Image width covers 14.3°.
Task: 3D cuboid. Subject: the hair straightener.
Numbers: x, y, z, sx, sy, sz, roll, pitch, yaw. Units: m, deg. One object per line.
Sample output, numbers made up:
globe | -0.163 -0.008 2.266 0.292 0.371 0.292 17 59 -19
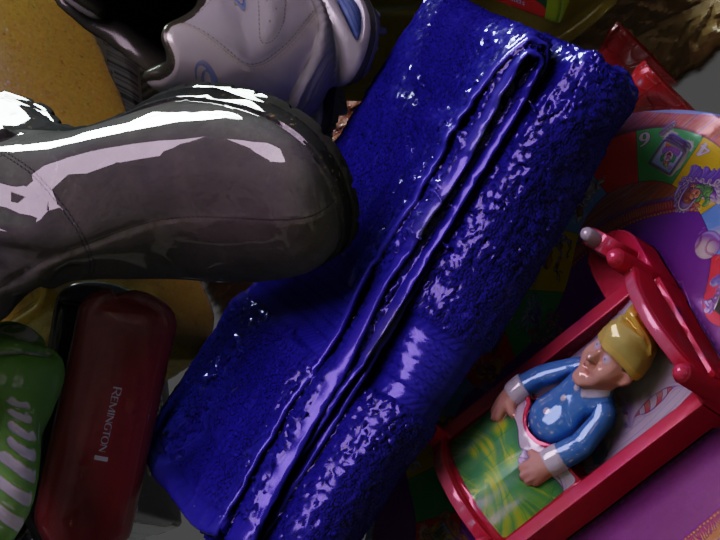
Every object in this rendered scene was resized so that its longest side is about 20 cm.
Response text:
hair straightener | -0.101 0.102 0.987 0.077 0.041 0.201 -161 77 -70

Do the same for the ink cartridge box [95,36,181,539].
ink cartridge box | -0.165 0.029 1.120 0.199 0.047 0.199 -20 67 32

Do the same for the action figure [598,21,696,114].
action figure | 0.036 0.005 0.999 0.200 0.052 0.066 -43 31 11

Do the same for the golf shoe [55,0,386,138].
golf shoe | -0.077 -0.123 1.023 0.200 0.097 0.079 47 123 39

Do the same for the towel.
towel | 0.000 0.000 0.947 0.201 0.049 0.148 -57 25 0

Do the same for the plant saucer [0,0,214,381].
plant saucer | -0.173 -0.015 1.059 0.199 0.048 0.201 -32 72 25

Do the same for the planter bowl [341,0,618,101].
planter bowl | 0.013 -0.164 1.089 0.199 0.084 0.201 -6 49 7

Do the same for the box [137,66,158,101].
box | -0.146 -0.133 1.163 0.128 0.200 0.109 -28 35 35

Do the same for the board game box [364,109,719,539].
board game box | 0.067 0.036 0.898 0.157 0.039 0.201 6 73 38

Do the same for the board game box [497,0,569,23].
board game box | -0.004 -0.167 0.999 0.199 0.048 0.102 20 56 11

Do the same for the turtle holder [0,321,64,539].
turtle holder | -0.185 0.095 0.947 0.132 0.140 0.186 -106 33 -48

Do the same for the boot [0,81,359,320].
boot | -0.107 0.000 0.909 0.199 0.068 0.131 4 33 37
